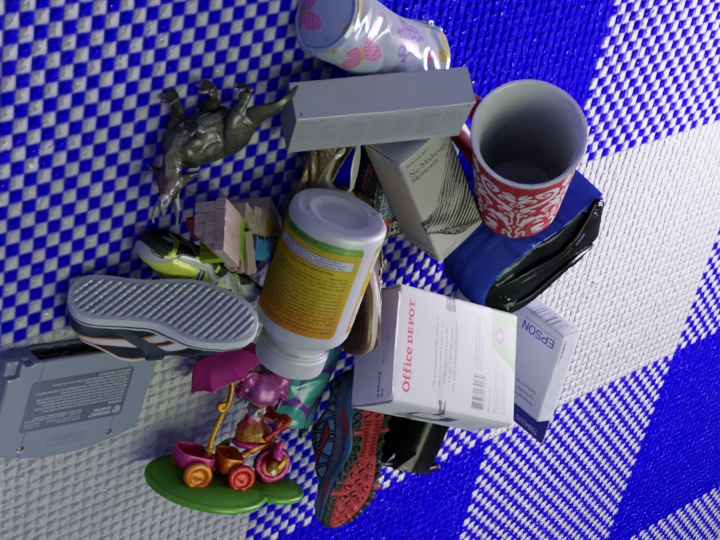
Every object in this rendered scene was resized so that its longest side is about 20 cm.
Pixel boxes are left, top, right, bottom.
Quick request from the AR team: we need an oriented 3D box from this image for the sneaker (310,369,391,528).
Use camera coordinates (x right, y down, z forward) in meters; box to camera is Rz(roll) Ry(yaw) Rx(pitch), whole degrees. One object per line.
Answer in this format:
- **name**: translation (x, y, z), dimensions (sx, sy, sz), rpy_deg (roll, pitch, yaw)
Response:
- **sneaker**: translation (-0.021, 0.223, 1.866), dimensions (0.079, 0.095, 0.200), rpy_deg (12, 96, -40)

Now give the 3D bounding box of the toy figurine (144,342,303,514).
- **toy figurine**: translation (-0.140, 0.176, 1.761), dimensions (0.200, 0.150, 0.184), rpy_deg (8, 105, -24)

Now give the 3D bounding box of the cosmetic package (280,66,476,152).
- **cosmetic package**: translation (0.018, -0.177, 1.618), dimensions (0.200, 0.051, 0.083), rpy_deg (-7, 162, -13)

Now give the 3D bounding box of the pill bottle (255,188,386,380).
- **pill bottle**: translation (-0.052, 0.019, 1.663), dimensions (0.111, 0.111, 0.200), rpy_deg (-11, 131, -44)

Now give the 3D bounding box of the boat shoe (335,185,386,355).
- **boat shoe**: translation (0.004, -0.001, 1.747), dimensions (0.075, 0.075, 0.203), rpy_deg (1, 79, -46)

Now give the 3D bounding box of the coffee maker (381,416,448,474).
- **coffee maker**: translation (0.079, 0.162, 1.973), dimensions (0.192, 0.134, 0.200), rpy_deg (-58, 169, -86)

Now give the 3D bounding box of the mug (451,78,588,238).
- **mug**: translation (0.183, -0.141, 1.761), dimensions (0.133, 0.178, 0.200), rpy_deg (-24, 162, -6)

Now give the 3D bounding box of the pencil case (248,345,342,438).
- **pencil case**: translation (-0.069, 0.101, 1.828), dimensions (0.092, 0.085, 0.200), rpy_deg (-27, 142, -62)

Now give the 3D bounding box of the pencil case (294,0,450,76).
- **pencil case**: translation (0.016, -0.251, 1.616), dimensions (0.091, 0.083, 0.200), rpy_deg (-49, 147, 19)

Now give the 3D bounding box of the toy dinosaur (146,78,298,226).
- **toy dinosaur**: translation (-0.156, -0.145, 1.538), dimensions (0.200, 0.077, 0.102), rpy_deg (-39, 155, -27)

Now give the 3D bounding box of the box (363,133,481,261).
- **box**: translation (0.076, -0.104, 1.761), dimensions (0.082, 0.068, 0.200), rpy_deg (-44, 145, -11)

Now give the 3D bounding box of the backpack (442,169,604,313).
- **backpack**: translation (0.195, -0.045, 1.927), dimensions (0.200, 0.168, 0.163), rpy_deg (-41, 154, -12)

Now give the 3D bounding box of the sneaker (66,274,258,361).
- **sneaker**: translation (-0.210, 0.054, 1.573), dimensions (0.079, 0.200, 0.079), rpy_deg (108, -9, -56)

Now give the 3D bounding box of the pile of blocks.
- **pile of blocks**: translation (-0.142, -0.036, 1.593), dimensions (0.200, 0.062, 0.082), rpy_deg (-13, 98, -74)

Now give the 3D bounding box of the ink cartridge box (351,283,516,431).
- **ink cartridge box**: translation (0.093, 0.110, 1.829), dimensions (0.200, 0.084, 0.146), rpy_deg (15, 72, -36)

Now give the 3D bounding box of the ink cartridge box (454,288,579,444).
- **ink cartridge box**: translation (0.198, 0.114, 2.050), dimensions (0.043, 0.196, 0.200), rpy_deg (-15, 130, -39)

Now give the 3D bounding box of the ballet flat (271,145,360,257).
- **ballet flat**: translation (-0.046, -0.091, 1.694), dimensions (0.200, 0.065, 0.071), rpy_deg (-67, 166, 22)

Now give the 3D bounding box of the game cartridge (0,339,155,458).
- **game cartridge**: translation (-0.319, 0.138, 1.615), dimensions (0.200, 0.040, 0.134), rpy_deg (-6, 121, -47)

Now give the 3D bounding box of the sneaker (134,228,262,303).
- **sneaker**: translation (-0.183, 0.015, 1.630), dimensions (0.076, 0.075, 0.200), rpy_deg (-54, 144, 2)

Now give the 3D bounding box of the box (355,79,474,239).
- **box**: translation (0.061, -0.137, 1.808), dimensions (0.136, 0.038, 0.200), rpy_deg (-21, 134, -38)
